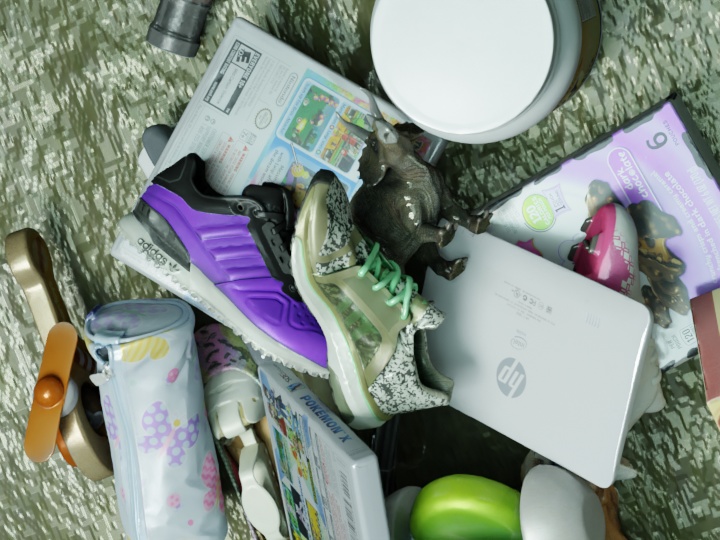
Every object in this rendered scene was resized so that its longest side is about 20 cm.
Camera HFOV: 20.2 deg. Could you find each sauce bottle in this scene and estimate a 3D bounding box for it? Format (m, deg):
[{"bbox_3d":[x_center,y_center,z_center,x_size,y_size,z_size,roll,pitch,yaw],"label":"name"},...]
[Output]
[{"bbox_3d":[-0.109,-0.257,1.493,0.065,0.066,0.202,20,103,9],"label":"sauce bottle"}]

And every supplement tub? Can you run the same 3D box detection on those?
[{"bbox_3d":[0.087,-0.164,1.392,0.143,0.200,0.146,2,100,13],"label":"supplement tub"}]

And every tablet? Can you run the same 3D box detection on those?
[{"bbox_3d":[0.112,0.054,1.397,0.199,0.014,0.131,27,112,42],"label":"tablet"}]

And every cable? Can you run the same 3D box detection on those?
[{"bbox_3d":[0.002,0.154,1.487,0.050,0.097,0.201,5,126,3],"label":"cable"}]

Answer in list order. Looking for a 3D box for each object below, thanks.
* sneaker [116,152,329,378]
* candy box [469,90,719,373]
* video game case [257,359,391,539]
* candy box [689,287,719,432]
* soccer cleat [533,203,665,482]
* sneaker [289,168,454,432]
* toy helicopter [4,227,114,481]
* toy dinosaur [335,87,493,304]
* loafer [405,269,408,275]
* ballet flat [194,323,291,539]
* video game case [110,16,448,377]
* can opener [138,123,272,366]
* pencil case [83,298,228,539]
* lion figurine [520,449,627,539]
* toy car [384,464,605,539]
[{"bbox_3d":[-0.071,-0.009,1.432,0.200,0.070,0.100,38,95,7],"label":"sneaker"},{"bbox_3d":[0.182,-0.004,1.464,0.199,0.072,0.169,-30,93,16],"label":"candy box"},{"bbox_3d":[-0.017,0.185,1.436,0.022,0.182,0.202,-18,115,-18],"label":"video game case"},{"bbox_3d":[0.289,0.118,1.398,0.055,0.116,0.201,-19,122,15],"label":"candy box"},{"bbox_3d":[0.177,0.053,1.411,0.085,0.070,0.202,10,105,-6],"label":"soccer cleat"},{"bbox_3d":[0.015,0.017,1.364,0.088,0.077,0.201,-4,123,23],"label":"sneaker"},{"bbox_3d":[-0.230,0.066,1.543,0.078,0.132,0.202,-19,95,16],"label":"toy helicopter"},{"bbox_3d":[0.025,-0.031,1.415,0.102,0.077,0.201,39,137,23],"label":"toy dinosaur"},{"bbox_3d":[0.000,0.000,1.506,0.200,0.073,0.072,40,108,4],"label":"loafer"},{"bbox_3d":[-0.082,0.138,1.552,0.069,0.071,0.202,-21,94,16],"label":"ballet flat"},{"bbox_3d":[-0.061,-0.054,1.476,0.181,0.024,0.201,30,96,8],"label":"video game case"},{"bbox_3d":[-0.110,-0.020,1.532,0.053,0.067,0.201,-32,85,16],"label":"can opener"},{"bbox_3d":[-0.151,0.120,1.504,0.082,0.091,0.202,-1,114,15],"label":"pencil case"},{"bbox_3d":[0.179,0.218,1.508,0.122,0.073,0.200,-41,95,18],"label":"lion figurine"},{"bbox_3d":[0.094,0.238,1.408,0.174,0.150,0.201,-11,124,30],"label":"toy car"}]
